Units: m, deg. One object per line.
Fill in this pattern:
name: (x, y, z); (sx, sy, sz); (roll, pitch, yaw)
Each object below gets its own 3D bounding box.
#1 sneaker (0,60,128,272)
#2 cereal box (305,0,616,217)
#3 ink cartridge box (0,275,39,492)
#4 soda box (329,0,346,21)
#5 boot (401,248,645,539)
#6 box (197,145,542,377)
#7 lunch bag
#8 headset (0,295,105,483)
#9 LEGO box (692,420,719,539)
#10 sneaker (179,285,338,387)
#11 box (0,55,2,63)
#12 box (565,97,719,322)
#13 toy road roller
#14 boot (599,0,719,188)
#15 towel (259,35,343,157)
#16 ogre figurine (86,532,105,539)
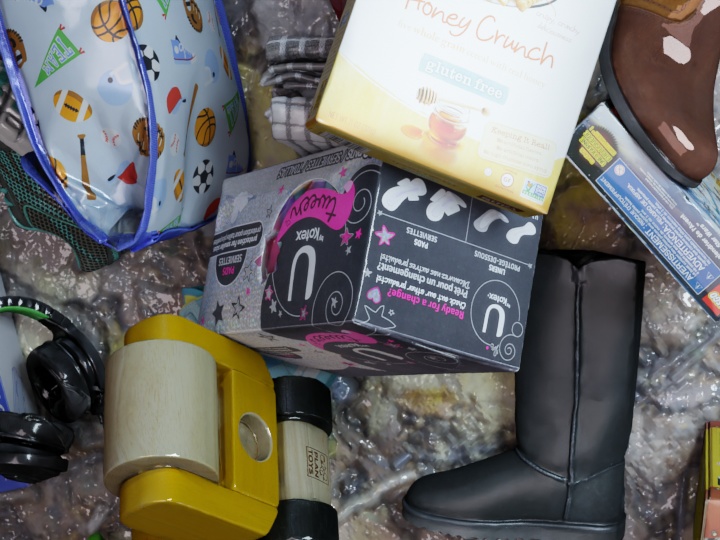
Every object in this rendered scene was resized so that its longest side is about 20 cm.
sneaker: (-0.241, -0.072, 1.062); (0.200, 0.078, 0.091); (41, 118, -12)
cereal box: (0.067, -0.148, 0.805); (0.142, 0.039, 0.203); (19, 85, -11)
ink cartridge box: (-0.313, 0.075, 1.132); (0.093, 0.044, 0.203); (-12, 95, 17)
soda box: (0.038, -0.193, 0.924); (0.069, 0.200, 0.064); (-25, 92, -14)
boot: (0.113, 0.084, 1.016); (0.162, 0.066, 0.203); (3, 102, 5)
box: (0.000, 0.000, 0.913); (0.199, 0.131, 0.117); (-9, 68, 56)
lunch bag: (-0.157, -0.120, 0.999); (0.122, 0.170, 0.203); (-16, 95, 21)
headset: (-0.224, 0.104, 1.076); (0.200, 0.124, 0.093); (42, 151, -25)
LEGO box: (0.288, 0.164, 0.917); (0.147, 0.200, 0.078); (7, 99, 13)
sneaker: (-0.103, 0.086, 1.066); (0.130, 0.080, 0.201); (37, 95, 4)
box: (-0.311, -0.238, 1.086); (0.199, 0.044, 0.161); (40, 104, 5)
box: (0.194, -0.050, 0.908); (0.040, 0.200, 0.137); (-42, 87, 18)
toy road roller: (-0.112, 0.131, 0.941); (0.145, 0.199, 0.124); (-25, 53, 29)
boot: (0.227, -0.164, 0.797); (0.199, 0.068, 0.191); (-28, 53, 38)
towel: (0.034, -0.108, 0.938); (0.163, 0.200, 0.087); (4, 87, 13)
ogre figurine: (-0.189, 0.273, 1.109); (0.198, 0.098, 0.121); (-14, 113, 30)
